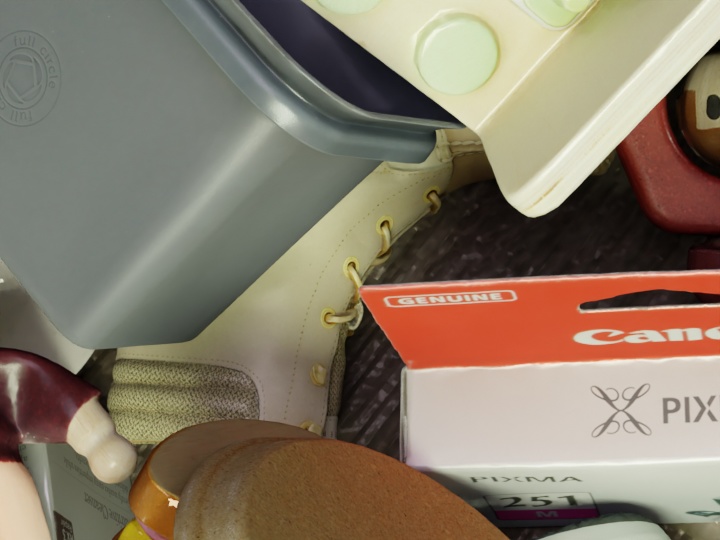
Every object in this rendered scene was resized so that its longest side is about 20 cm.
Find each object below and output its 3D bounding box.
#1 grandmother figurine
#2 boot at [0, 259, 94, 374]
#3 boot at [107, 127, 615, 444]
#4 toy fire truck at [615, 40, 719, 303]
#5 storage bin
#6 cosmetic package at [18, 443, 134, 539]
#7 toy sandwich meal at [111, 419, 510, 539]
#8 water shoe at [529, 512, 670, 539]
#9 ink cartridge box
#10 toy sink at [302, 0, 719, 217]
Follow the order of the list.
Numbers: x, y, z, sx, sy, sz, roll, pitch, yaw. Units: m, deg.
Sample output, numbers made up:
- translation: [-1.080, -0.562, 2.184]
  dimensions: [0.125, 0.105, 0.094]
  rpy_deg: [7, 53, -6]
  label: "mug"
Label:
- translation: [-0.135, 0.070, 0.720]
  dimensions: [0.120, 0.061, 0.202]
  rpy_deg: [-14, 72, -4]
  label: "grandmother figurine"
- translation: [-0.146, -0.043, 0.866]
  dimensions: [0.090, 0.072, 0.202]
  rpy_deg: [-14, 65, 44]
  label: "boot"
- translation: [0.000, 0.000, 0.822]
  dimensions: [0.198, 0.073, 0.157]
  rpy_deg: [2, 79, 2]
  label: "boot"
- translation: [0.179, -0.066, 0.782]
  dimensions: [0.198, 0.112, 0.170]
  rpy_deg: [3, 91, 3]
  label: "toy fire truck"
- translation: [-0.081, -0.075, 0.754]
  dimensions: [0.134, 0.145, 0.200]
  rpy_deg: [-46, 72, 19]
  label: "storage bin"
- translation: [-0.124, 0.146, 0.781]
  dimensions: [0.080, 0.113, 0.202]
  rpy_deg: [-15, 71, 7]
  label: "cosmetic package"
- translation: [0.001, 0.130, 0.670]
  dimensions: [0.070, 0.205, 0.206]
  rpy_deg: [-48, 67, 23]
  label: "toy sandwich meal"
- translation: [0.029, 0.155, 0.764]
  dimensions: [0.199, 0.072, 0.079]
  rpy_deg: [-25, 70, 4]
  label: "water shoe"
- translation: [0.110, 0.047, 0.726]
  dimensions: [0.198, 0.174, 0.044]
  rpy_deg: [-3, 71, 12]
  label: "ink cartridge box"
- translation: [0.043, -0.134, 0.724]
  dimensions: [0.130, 0.112, 0.200]
  rpy_deg: [-47, 26, 19]
  label: "toy sink"
